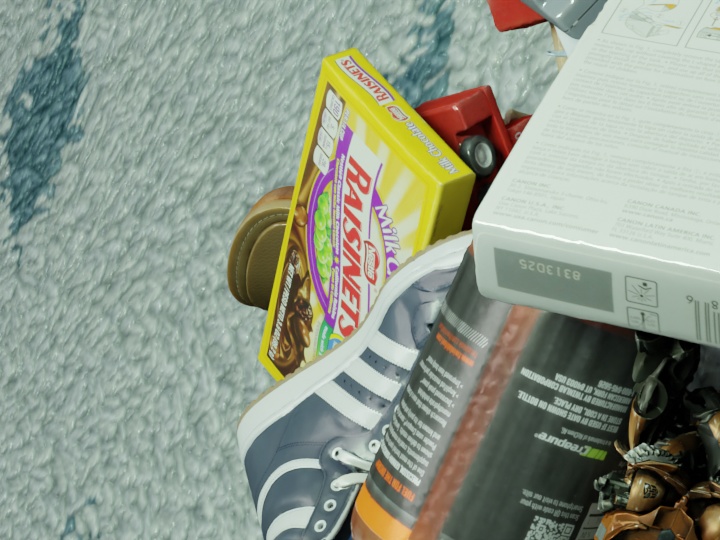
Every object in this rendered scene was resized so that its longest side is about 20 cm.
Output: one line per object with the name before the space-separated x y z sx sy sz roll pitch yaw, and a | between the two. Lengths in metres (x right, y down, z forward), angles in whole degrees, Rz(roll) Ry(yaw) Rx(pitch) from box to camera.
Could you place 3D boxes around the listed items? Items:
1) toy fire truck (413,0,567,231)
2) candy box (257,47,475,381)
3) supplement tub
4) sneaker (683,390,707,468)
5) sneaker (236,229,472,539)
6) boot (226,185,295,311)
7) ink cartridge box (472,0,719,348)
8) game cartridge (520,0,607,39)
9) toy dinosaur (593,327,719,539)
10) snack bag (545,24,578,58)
toy fire truck | 0.085 -0.055 1.415 0.049 0.141 0.200 -13 102 44
candy box | 0.000 0.000 1.406 0.102 0.026 0.200 46 140 32
supplement tub | 0.062 0.082 1.249 0.200 0.107 0.107 -66 25 12
sneaker | 0.095 0.083 1.354 0.200 0.079 0.076 -3 67 45
sneaker | 0.022 0.072 1.320 0.200 0.070 0.109 -41 40 31
boot | -0.010 -0.040 1.567 0.077 0.200 0.156 3 64 20
ink cartridge box | 0.154 -0.051 1.162 0.200 0.162 0.050 -56 -31 -42
game cartridge | 0.139 -0.202 1.350 0.200 0.040 0.133 -45 34 2
toy dinosaur | 0.137 0.076 1.178 0.200 0.102 0.136 -84 7 -52
snack bag | 0.165 -0.146 1.307 0.188 0.021 0.200 -38 32 15
